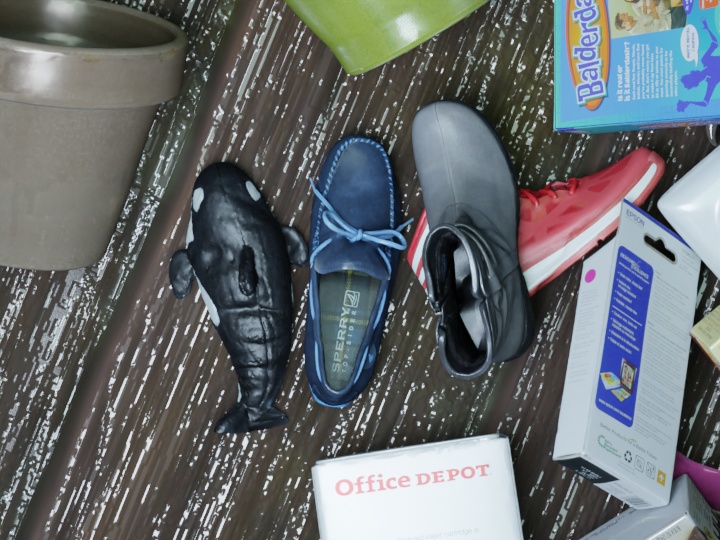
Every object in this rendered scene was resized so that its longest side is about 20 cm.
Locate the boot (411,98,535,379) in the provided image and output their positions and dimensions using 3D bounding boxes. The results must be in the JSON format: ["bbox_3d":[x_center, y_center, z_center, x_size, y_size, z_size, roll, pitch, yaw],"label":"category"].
[{"bbox_3d":[0.072,-0.028,1.523,0.069,0.132,0.201,-19,84,15],"label":"boot"}]

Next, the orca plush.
[{"bbox_3d":[-0.094,0.020,1.614,0.104,0.071,0.202,5,88,2],"label":"orca plush"}]

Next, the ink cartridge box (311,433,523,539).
[{"bbox_3d":[0.049,0.227,1.595,0.145,0.086,0.202,-8,87,1],"label":"ink cartridge box"}]

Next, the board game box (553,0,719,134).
[{"bbox_3d":[0.229,-0.180,1.568,0.199,0.045,0.153,-1,88,40],"label":"board game box"}]

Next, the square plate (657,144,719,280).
[{"bbox_3d":[0.351,-0.042,1.595,0.200,0.028,0.198,-42,102,2],"label":"square plate"}]

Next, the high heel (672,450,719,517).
[{"bbox_3d":[0.252,0.136,1.605,0.096,0.067,0.200,-44,95,-5],"label":"high heel"}]

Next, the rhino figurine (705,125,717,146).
[{"bbox_3d":[0.317,-0.174,1.611,0.087,0.060,0.201,36,94,5],"label":"rhino figurine"}]

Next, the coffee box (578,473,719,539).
[{"bbox_3d":[0.242,0.263,1.558,0.113,0.080,0.200,-35,100,15],"label":"coffee box"}]

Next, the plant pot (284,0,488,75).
[{"bbox_3d":[0.002,-0.253,1.573,0.200,0.200,0.194,-31,99,1],"label":"plant pot"}]

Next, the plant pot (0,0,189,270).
[{"bbox_3d":[-0.230,-0.097,1.578,0.199,0.200,0.176,9,105,2],"label":"plant pot"}]

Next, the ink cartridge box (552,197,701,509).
[{"bbox_3d":[0.191,0.059,1.551,0.094,0.037,0.201,31,61,-35],"label":"ink cartridge box"}]

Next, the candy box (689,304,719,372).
[{"bbox_3d":[0.349,0.028,1.565,0.200,0.055,0.116,-40,105,1],"label":"candy box"}]

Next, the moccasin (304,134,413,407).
[{"bbox_3d":[0.000,0.000,1.611,0.080,0.068,0.202,1,88,-4],"label":"moccasin"}]

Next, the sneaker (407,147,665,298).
[{"bbox_3d":[0.119,-0.049,1.607,0.200,0.078,0.116,-40,88,-1],"label":"sneaker"}]
